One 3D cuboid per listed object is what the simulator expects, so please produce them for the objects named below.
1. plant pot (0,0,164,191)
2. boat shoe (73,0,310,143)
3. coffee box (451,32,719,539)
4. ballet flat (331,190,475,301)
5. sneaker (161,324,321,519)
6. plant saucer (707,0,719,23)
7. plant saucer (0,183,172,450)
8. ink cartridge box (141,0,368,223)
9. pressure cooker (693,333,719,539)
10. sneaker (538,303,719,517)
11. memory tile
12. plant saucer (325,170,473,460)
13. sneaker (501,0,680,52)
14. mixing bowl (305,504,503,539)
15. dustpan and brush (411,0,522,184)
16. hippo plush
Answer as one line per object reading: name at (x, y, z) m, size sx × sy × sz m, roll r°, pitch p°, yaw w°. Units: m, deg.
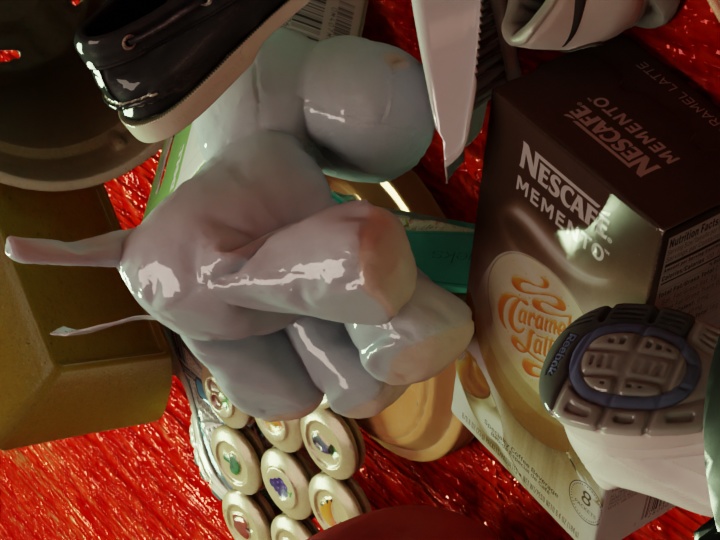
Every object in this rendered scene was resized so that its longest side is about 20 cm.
plant pot at (-0.218, -0.175, 1.190) m, size 0.183 × 0.198 × 0.203 m, roll -140°, pitch 36°, yaw -60°
boat shoe at (-0.049, -0.150, 0.783) m, size 0.066 × 0.199 × 0.074 m, roll 45°, pitch 178°, yaw -34°
coffee box at (0.111, 0.013, 0.816) m, size 0.114 × 0.079 × 0.201 m, roll 44°, pitch 145°, yaw 36°
ballet flat at (0.000, 0.000, 0.942) m, size 0.198 × 0.076 × 0.064 m, roll 17°, pitch 149°, yaw 21°
sneaker at (-0.084, 0.081, 1.232) m, size 0.201 × 0.077 × 0.087 m, roll 58°, pitch 148°, yaw 18°
plant saucer at (0.183, -0.141, 0.623) m, size 0.200 × 0.032 × 0.202 m, roll 41°, pitch 143°, yaw 41°
plant saucer at (-0.202, 0.007, 1.188) m, size 0.048 × 0.199 × 0.202 m, roll -28°, pitch 80°, yaw 24°
ink cartridge box at (-0.063, -0.087, 1.033) m, size 0.200 × 0.059 × 0.105 m, roll 141°, pitch 144°, yaw -61°
pressure cooker at (0.202, 0.056, 0.548) m, size 0.199 × 0.175 × 0.181 m, roll -24°, pitch 49°, yaw 54°
sneaker at (0.172, 0.067, 0.713) m, size 0.198 × 0.075 × 0.087 m, roll 12°, pitch 149°, yaw 26°
memory tile at (-0.049, 0.112, 1.128) m, size 0.152 × 0.017 × 0.202 m, roll 20°, pitch 127°, yaw 44°
plant saucer at (0.004, 0.018, 1.054) m, size 0.200 × 0.032 × 0.202 m, roll 40°, pitch 142°, yaw 41°
sneaker at (0.071, -0.187, 0.736) m, size 0.074 × 0.088 × 0.202 m, roll 6°, pitch 114°, yaw 61°
mixing bowl at (0.036, 0.211, 1.035) m, size 0.198 × 0.108 × 0.202 m, roll 16°, pitch 127°, yaw 23°
dustpan and brush at (0.050, -0.149, 0.816) m, size 0.140 × 0.057 × 0.202 m, roll -49°, pitch -52°, yaw -80°
hippo plush at (-0.037, -0.030, 0.867) m, size 0.160 × 0.197 × 0.162 m, roll 74°, pitch -157°, yaw -57°
